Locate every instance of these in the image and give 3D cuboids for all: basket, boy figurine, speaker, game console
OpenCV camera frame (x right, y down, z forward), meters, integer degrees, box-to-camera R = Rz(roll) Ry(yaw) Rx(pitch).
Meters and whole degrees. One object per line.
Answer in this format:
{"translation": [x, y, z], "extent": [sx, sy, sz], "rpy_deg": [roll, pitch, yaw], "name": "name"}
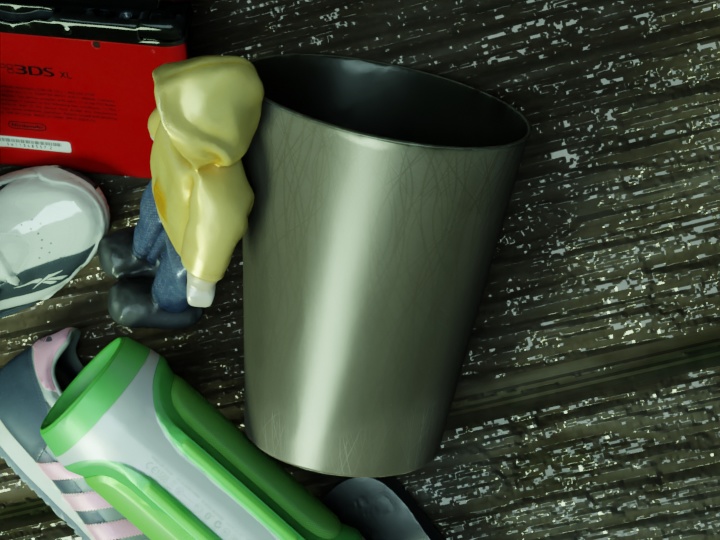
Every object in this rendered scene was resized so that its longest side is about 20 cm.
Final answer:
{"translation": [0.000, 0.000, 1.441], "extent": [0.180, 0.136, 0.201], "rpy_deg": [24, 115, 39], "name": "basket"}
{"translation": [-0.095, -0.042, 1.414], "extent": [0.064, 0.200, 0.125], "rpy_deg": [-4, 61, -17], "name": "boy figurine"}
{"translation": [-0.083, 0.129, 1.472], "extent": [0.200, 0.089, 0.088], "rpy_deg": [42, 107, -10], "name": "speaker"}
{"translation": [-0.181, -0.158, 1.504], "extent": [0.199, 0.119, 0.173], "rpy_deg": [6, 134, 11], "name": "game console"}

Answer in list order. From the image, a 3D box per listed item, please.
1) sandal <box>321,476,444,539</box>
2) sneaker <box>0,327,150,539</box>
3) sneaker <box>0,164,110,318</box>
{"translation": [0.051, 0.202, 1.519], "extent": [0.200, 0.043, 0.076], "rpy_deg": [40, 107, 1], "name": "sandal"}
{"translation": [-0.133, 0.120, 1.526], "extent": [0.200, 0.070, 0.082], "rpy_deg": [43, 108, -1], "name": "sneaker"}
{"translation": [-0.241, 0.014, 1.489], "extent": [0.198, 0.130, 0.080], "rpy_deg": [-16, 110, 15], "name": "sneaker"}
